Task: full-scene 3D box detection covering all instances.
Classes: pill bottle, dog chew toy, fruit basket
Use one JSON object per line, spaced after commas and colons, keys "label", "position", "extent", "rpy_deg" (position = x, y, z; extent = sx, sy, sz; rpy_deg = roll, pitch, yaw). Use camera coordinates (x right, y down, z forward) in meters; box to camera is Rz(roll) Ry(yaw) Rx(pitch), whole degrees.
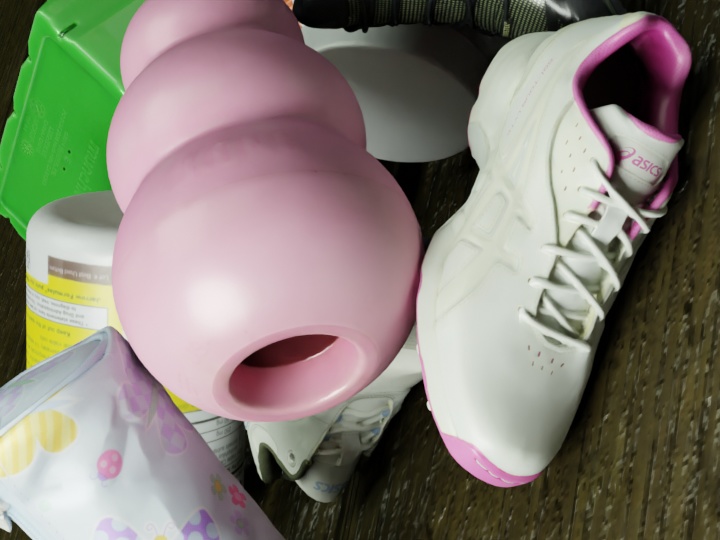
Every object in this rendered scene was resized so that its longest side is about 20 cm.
{"label": "pill bottle", "position": [-0.112, 0.066, 1.185], "extent": [0.109, 0.109, 0.200], "rpy_deg": [-134, 44, -70]}
{"label": "dog chew toy", "position": [-0.047, -0.040, 0.965], "extent": [0.125, 0.124, 0.200], "rpy_deg": [-49, 44, 40]}
{"label": "fruit basket", "position": [-0.102, -0.107, 1.334], "extent": [0.216, 0.155, 0.216], "rpy_deg": [-42, -17, -16]}
{"label": "pill bottle", "position": [0.031, -0.159, 1.142], "extent": [0.116, 0.116, 0.200], "rpy_deg": [-37, 34, 54]}

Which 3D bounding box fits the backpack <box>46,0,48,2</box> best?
{"label": "backpack", "position": [-0.129, -0.139, 1.510], "extent": [0.190, 0.154, 0.200], "rpy_deg": [-162, 94, -81]}

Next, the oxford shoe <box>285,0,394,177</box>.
{"label": "oxford shoe", "position": [-0.021, -0.097, 1.205], "extent": [0.071, 0.073, 0.200], "rpy_deg": [-27, 57, 39]}

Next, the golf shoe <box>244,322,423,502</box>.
{"label": "golf shoe", "position": [-0.001, 0.055, 1.070], "extent": [0.200, 0.078, 0.097], "rpy_deg": [165, 106, -69]}

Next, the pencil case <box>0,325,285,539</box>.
{"label": "pencil case", "position": [-0.077, 0.119, 0.962], "extent": [0.083, 0.200, 0.091], "rpy_deg": [-28, 17, 35]}

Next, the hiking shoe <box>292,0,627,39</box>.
{"label": "hiking shoe", "position": [0.021, -0.127, 1.026], "extent": [0.101, 0.200, 0.076], "rpy_deg": [-48, -18, -19]}

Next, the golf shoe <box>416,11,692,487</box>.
{"label": "golf shoe", "position": [0.077, -0.016, 0.916], "extent": [0.091, 0.075, 0.200], "rpy_deg": [-24, 48, 52]}

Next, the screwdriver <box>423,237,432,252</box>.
{"label": "screwdriver", "position": [0.000, 0.000, 1.165], "extent": [0.200, 0.029, 0.028], "rpy_deg": [-4, 63, 68]}
